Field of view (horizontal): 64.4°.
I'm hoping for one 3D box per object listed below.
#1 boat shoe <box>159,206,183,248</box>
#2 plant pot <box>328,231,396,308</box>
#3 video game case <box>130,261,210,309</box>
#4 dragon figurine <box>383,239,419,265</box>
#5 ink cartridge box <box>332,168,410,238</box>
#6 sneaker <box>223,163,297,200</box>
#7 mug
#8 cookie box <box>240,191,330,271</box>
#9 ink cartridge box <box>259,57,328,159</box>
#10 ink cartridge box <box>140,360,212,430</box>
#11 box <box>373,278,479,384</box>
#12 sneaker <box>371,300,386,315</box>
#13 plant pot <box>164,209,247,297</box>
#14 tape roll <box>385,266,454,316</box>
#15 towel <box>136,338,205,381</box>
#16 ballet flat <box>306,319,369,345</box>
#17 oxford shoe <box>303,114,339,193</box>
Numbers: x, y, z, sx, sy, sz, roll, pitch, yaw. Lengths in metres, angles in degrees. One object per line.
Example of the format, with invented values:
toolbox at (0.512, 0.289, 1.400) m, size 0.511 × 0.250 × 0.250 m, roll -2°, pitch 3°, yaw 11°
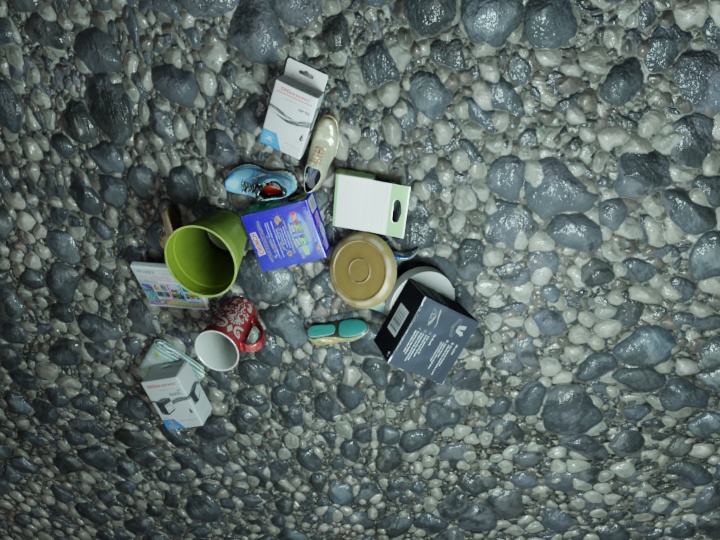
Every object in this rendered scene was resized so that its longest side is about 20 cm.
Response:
boat shoe at (-0.539, -0.081, 1.631) m, size 0.067 × 0.074 × 0.205 m, roll -5°, pitch 118°, yaw 7°
plant pot at (0.000, 0.000, 1.514) m, size 0.194 × 0.027 × 0.207 m, roll 2°, pitch 95°, yaw 21°
video game case at (-0.562, 0.047, 1.700) m, size 0.194 × 0.024 × 0.185 m, roll 4°, pitch 139°, yaw 9°
dragon figurine at (0.055, -0.044, 1.544) m, size 0.196 × 0.059 × 0.101 m, roll -20°, pitch 113°, yaw 22°
ink cartridge box at (0.027, -0.174, 1.487) m, size 0.194 × 0.048 × 0.149 m, roll 10°, pitch 119°, yaw 5°
sneaker at (-0.268, -0.226, 1.492) m, size 0.194 × 0.091 × 0.080 m, roll 3°, pitch 119°, yaw 10°
mug at (-0.365, 0.186, 1.667) m, size 0.174 × 0.201 × 0.135 m, roll 28°, pitch 120°, yaw -6°
cookie box at (-0.201, -0.107, 1.551) m, size 0.194 × 0.076 × 0.175 m, roll -11°, pitch 116°, yaw 16°
ink cartridge box at (-0.163, -0.394, 1.395) m, size 0.113 × 0.068 × 0.204 m, roll 22°, pitch 119°, yaw -2°
ink cartridge box at (-0.590, 0.403, 1.841) m, size 0.141 × 0.084 × 0.204 m, roll -10°, pitch 116°, yaw 18°
box at (0.172, 0.162, 1.505) m, size 0.197 × 0.118 × 0.200 m, roll 25°, pitch 103°, yaw -28°
sneaker at (0.070, 0.093, 1.622) m, size 0.198 × 0.075 × 0.117 m, roll 33°, pitch 158°, yaw -30°
plant pot at (-0.393, -0.068, 1.541) m, size 0.194 × 0.194 × 0.206 m, roll 5°, pitch 119°, yaw 9°
tape roll at (0.163, 0.088, 1.557) m, size 0.197 × 0.037 × 0.209 m, roll -9°, pitch 116°, yaw -18°
towel at (-0.626, 0.336, 1.886) m, size 0.198 × 0.048 × 0.172 m, roll 36°, pitch 118°, yaw -8°
ballet flat at (-0.062, 0.188, 1.694) m, size 0.194 × 0.071 × 0.072 m, roll -8°, pitch 117°, yaw 14°
oxford shoe at (-0.099, -0.287, 1.436) m, size 0.069 × 0.074 × 0.204 m, roll 16°, pitch 120°, yaw 1°
